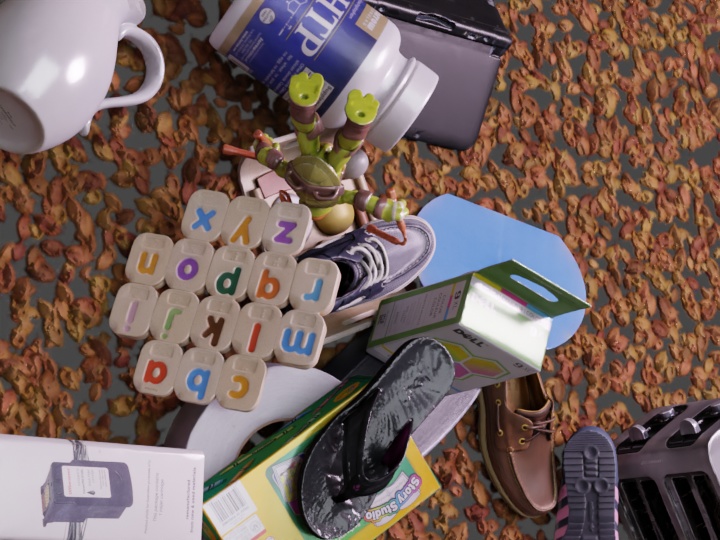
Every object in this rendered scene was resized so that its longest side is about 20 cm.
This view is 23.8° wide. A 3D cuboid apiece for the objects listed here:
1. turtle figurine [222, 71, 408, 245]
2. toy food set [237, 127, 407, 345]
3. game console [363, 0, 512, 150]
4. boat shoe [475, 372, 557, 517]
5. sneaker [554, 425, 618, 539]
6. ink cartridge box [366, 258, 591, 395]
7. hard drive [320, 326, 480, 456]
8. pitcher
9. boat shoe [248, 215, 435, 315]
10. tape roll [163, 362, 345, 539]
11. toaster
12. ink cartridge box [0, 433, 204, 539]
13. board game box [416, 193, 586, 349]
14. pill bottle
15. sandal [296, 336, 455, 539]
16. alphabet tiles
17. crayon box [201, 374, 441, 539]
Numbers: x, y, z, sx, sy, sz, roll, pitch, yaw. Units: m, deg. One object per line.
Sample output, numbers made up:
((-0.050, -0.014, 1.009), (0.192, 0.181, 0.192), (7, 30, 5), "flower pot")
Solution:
((-0.043, -0.098, 1.519), (0.199, 0.162, 0.064), (30, 52, 16), "turtle figurine")
((-0.023, -0.041, 1.651), (0.143, 0.060, 0.201), (-21, 93, -36), "toy food set")
((0.043, -0.240, 1.762), (0.199, 0.116, 0.176), (10, 45, -34), "game console")
((0.162, 0.154, 1.741), (0.072, 0.067, 0.201), (-14, 90, -36), "boat shoe")
((0.238, 0.260, 1.778), (0.070, 0.082, 0.201), (8, 96, 9), "sneaker")
((0.107, 0.056, 1.586), (0.104, 0.200, 0.060), (30, 62, -27), "ink cartridge box")
((0.028, 0.129, 1.666), (0.200, 0.042, 0.135), (-39, 104, -34), "hard drive")
((-0.251, -0.179, 1.493), (0.172, 0.121, 0.200), (55, 43, -32), "pitcher")
((0.000, 0.000, 1.583), (0.199, 0.093, 0.075), (-26, 96, -24), "boat shoe")
((-0.077, 0.184, 1.541), (0.199, 0.066, 0.202), (0, 89, -24), "tape roll")
((0.370, 0.241, 1.805), (0.118, 0.181, 0.201), (-26, 95, -33), "toaster")
((-0.249, 0.184, 1.396), (0.199, 0.145, 0.085), (9, 76, -33), "ink cartridge box")
((0.134, 0.011, 1.749), (0.199, 0.039, 0.159), (20, 47, -13), "board game box")
((-0.031, -0.206, 1.614), (0.200, 0.120, 0.120), (35, 62, -8), "pill bottle")
((0.014, 0.139, 1.456), (0.075, 0.048, 0.201), (41, 71, -17), "sandal")
((-0.120, 0.025, 1.510), (0.015, 0.199, 0.197), (59, 42, -64), "alphabet tiles")
((-0.041, 0.195, 1.488), (0.200, 0.058, 0.119), (-34, 102, -21), "crayon box")
